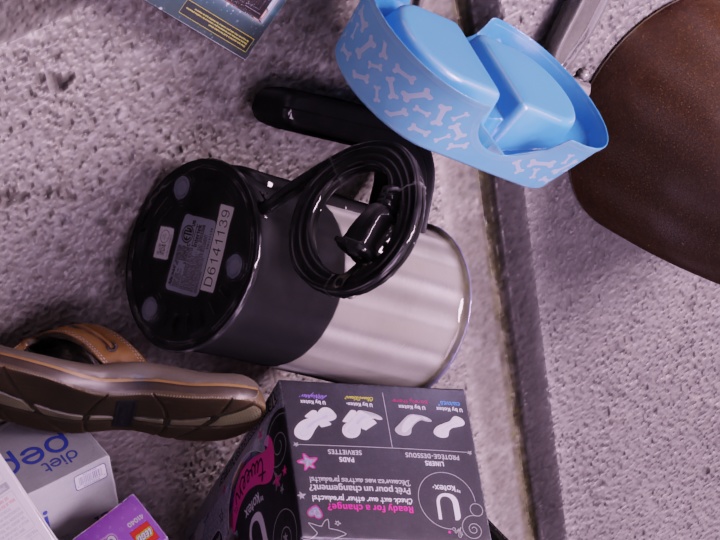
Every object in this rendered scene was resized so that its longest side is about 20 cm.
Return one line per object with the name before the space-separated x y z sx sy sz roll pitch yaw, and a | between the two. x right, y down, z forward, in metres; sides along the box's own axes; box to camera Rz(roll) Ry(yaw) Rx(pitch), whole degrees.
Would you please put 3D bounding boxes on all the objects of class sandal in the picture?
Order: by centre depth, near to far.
sandal | -0.154 0.059 1.667 0.200 0.055 0.082 5 152 -10

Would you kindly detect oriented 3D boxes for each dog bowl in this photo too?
dog bowl | 0.063 -0.109 1.664 0.200 0.112 0.050 19 124 -46

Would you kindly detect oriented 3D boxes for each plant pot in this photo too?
plant pot | 0.270 -0.057 1.830 0.187 0.200 0.187 -20 131 -25

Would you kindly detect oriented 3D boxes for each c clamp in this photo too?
c clamp | 0.089 -0.153 1.745 0.200 0.027 0.171 21 105 -44

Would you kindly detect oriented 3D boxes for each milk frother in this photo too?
milk frother | 0.000 0.000 1.665 0.188 0.200 0.181 15 107 -43

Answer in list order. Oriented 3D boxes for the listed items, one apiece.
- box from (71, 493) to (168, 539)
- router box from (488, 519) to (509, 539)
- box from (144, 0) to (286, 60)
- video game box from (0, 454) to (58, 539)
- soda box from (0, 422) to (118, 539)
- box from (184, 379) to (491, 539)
box | -0.175 0.219 1.742 0.137 0.039 0.200 -37 163 -10
router box | 0.043 0.227 1.859 0.149 0.200 0.051 -47 142 1
box | -0.098 -0.217 1.547 0.200 0.038 0.137 29 100 -46
video game box | -0.295 0.149 1.587 0.200 0.047 0.182 -34 100 -13
soda box | -0.248 0.156 1.680 0.200 0.068 0.064 -25 134 -21
box | -0.019 0.168 1.749 0.132 0.115 0.200 4 145 -22
